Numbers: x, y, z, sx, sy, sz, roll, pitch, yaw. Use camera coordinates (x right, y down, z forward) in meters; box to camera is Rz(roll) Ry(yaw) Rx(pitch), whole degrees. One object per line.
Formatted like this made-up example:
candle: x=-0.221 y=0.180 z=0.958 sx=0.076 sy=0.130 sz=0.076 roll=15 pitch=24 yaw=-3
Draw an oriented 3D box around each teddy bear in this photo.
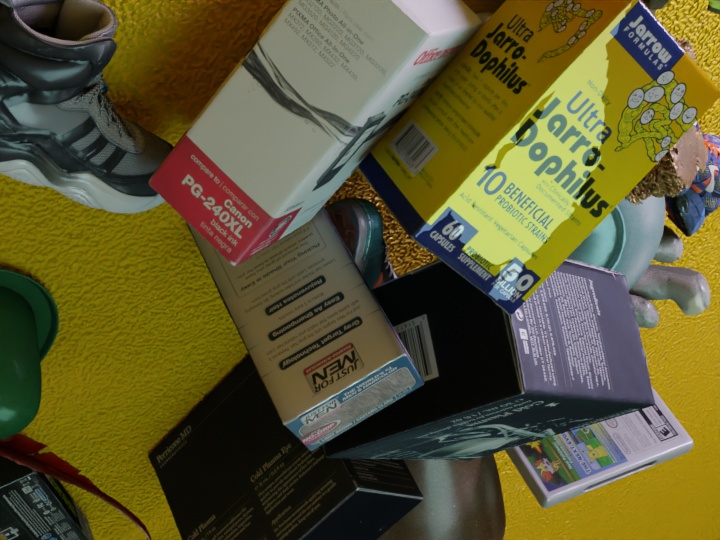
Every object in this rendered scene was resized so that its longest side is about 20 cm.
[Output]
teddy bear: x=0.200 y=-0.152 z=0.892 sx=0.200 sy=0.067 sz=0.145 roll=55 pitch=51 yaw=-30

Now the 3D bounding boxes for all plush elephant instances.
plush elephant: x=0.233 y=0.052 z=1.161 sx=0.199 sy=0.165 sz=0.155 roll=-1 pitch=113 yaw=-5

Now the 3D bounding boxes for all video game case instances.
video game case: x=0.216 y=0.136 z=1.224 sx=0.182 sy=0.200 sz=0.022 roll=-16 pitch=142 yaw=-21

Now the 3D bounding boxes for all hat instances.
hat: x=-0.268 y=0.113 z=0.841 sx=0.199 sy=0.176 sz=0.166 roll=-13 pitch=143 yaw=-25

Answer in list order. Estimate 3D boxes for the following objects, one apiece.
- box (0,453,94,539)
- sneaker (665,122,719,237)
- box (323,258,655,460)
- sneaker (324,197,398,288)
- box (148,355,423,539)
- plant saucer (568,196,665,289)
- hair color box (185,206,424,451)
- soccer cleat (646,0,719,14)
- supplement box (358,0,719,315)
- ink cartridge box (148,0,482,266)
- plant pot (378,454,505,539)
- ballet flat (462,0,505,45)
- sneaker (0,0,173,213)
box: x=-0.360 y=0.249 z=1.070 sx=0.193 sy=0.048 sz=0.200 roll=-22 pitch=147 yaw=-8
sneaker: x=0.310 y=-0.107 z=1.111 sx=0.078 sy=0.075 sz=0.200 roll=-42 pitch=154 yaw=1
box: x=0.096 y=0.074 z=0.953 sx=0.200 sy=0.124 sz=0.196 roll=-24 pitch=159 yaw=37
sneaker: x=0.000 y=0.000 z=1.005 sx=0.080 sy=0.072 sz=0.200 roll=-16 pitch=152 yaw=-22
box: x=-0.074 y=0.191 z=1.090 sx=0.200 sy=0.182 sz=0.104 roll=-44 pitch=145 yaw=20
plant saucer: x=0.173 y=-0.034 z=1.024 sx=0.200 sy=0.039 sz=0.202 roll=-1 pitch=115 yaw=-3
hair color box: x=-0.044 y=0.022 z=0.875 sx=0.100 sy=0.200 sz=0.061 roll=-30 pitch=147 yaw=1
soccer cleat: x=0.253 y=-0.228 z=0.821 sx=0.200 sy=0.065 sz=0.084 roll=-8 pitch=140 yaw=-32
supplement box: x=0.115 y=-0.092 z=0.776 sx=0.109 sy=0.110 sz=0.200 roll=35 pitch=102 yaw=-34
ink cartridge box: x=-0.025 y=-0.113 z=0.767 sx=0.200 sy=0.083 sz=0.145 roll=-47 pitch=177 yaw=23
plant pot: x=0.063 y=0.195 z=1.228 sx=0.186 sy=0.187 sz=0.201 roll=-17 pitch=131 yaw=-19
ballet flat: x=0.105 y=-0.167 z=0.867 sx=0.199 sy=0.063 sz=0.069 roll=5 pitch=133 yaw=-41
sneaker: x=-0.168 y=-0.107 z=0.725 sx=0.200 sy=0.076 sz=0.114 roll=16 pitch=125 yaw=-48
